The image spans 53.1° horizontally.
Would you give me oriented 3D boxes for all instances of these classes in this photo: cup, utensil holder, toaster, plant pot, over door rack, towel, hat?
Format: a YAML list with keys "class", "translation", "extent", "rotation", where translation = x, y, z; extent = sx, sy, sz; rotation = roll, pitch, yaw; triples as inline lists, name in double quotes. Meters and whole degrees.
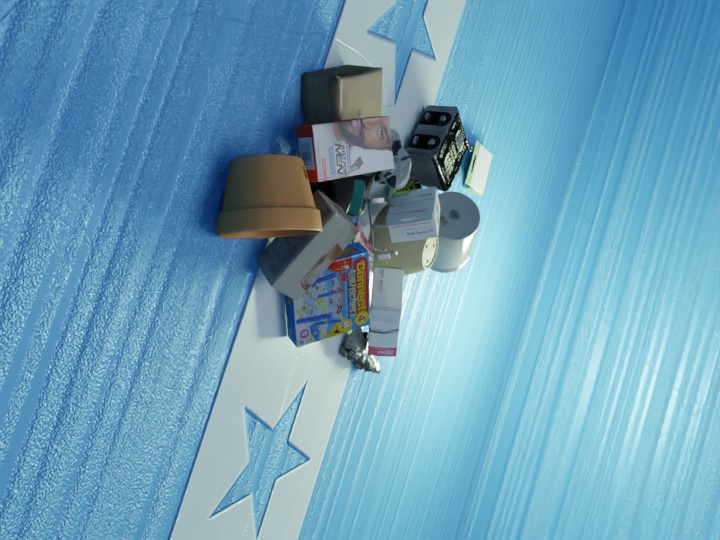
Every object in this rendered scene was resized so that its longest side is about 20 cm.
- class: "cup"
  translation: [0.129, -0.070, 1.973]
  extent: [0.200, 0.142, 0.203]
  rotation: [-35, 133, -50]
- class: "utensil holder"
  translation: [0.256, -0.112, 2.093]
  extent: [0.171, 0.168, 0.201]
  rotation: [-61, 170, -24]
- class: "toaster"
  translation: [0.219, -0.340, 2.028]
  extent: [0.182, 0.118, 0.200]
  rotation: [-63, 150, -19]
- class: "plant pot"
  translation: [-0.173, -0.137, 1.350]
  extent: [0.199, 0.198, 0.142]
  rotation: [-3, 90, -61]
- class: "over door rack"
  translation: [0.056, -0.107, 1.782]
  extent: [0.200, 0.066, 0.150]
  rotation: [-110, -166, -84]
- class: "towel"
  translation: [0.000, 0.000, 1.819]
  extent: [0.147, 0.030, 0.202]
  rotation: [54, 37, -60]
- class: "hat"
  translation: [-0.109, -0.160, 1.536]
  extent: [0.199, 0.081, 0.203]
  rotation: [-19, 129, -25]

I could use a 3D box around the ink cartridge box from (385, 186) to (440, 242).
- class: "ink cartridge box"
  translation: [0.127, -0.126, 1.716]
  extent: [0.201, 0.116, 0.068]
  rotation: [-73, 153, -61]

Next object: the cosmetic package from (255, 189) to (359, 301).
- class: "cosmetic package"
  translation: [-0.109, -0.051, 1.482]
  extent: [0.200, 0.104, 0.087]
  rotation: [-46, 134, 10]

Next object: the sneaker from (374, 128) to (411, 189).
- class: "sneaker"
  translation: [0.079, -0.244, 1.804]
  extent: [0.130, 0.078, 0.200]
  rotation: [87, -12, -49]

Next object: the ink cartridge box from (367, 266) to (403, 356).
- class: "ink cartridge box"
  translation: [0.065, 0.109, 1.890]
  extent: [0.201, 0.084, 0.147]
  rotation: [91, 3, -47]

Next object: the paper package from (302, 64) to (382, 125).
- class: "paper package"
  translation: [-0.036, -0.339, 1.575]
  extent: [0.190, 0.102, 0.202]
  rotation: [-32, 130, -52]

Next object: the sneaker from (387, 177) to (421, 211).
- class: "sneaker"
  translation: [0.118, -0.189, 1.899]
  extent: [0.201, 0.083, 0.075]
  rotation: [-78, 164, -45]

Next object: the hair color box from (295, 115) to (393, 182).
- class: "hair color box"
  translation: [-0.028, -0.248, 1.460]
  extent: [0.199, 0.064, 0.112]
  rotation: [-17, 107, -37]

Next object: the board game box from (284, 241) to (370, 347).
- class: "board game box"
  translation: [-0.075, 0.055, 1.655]
  extent: [0.194, 0.056, 0.202]
  rotation: [-16, 122, -23]

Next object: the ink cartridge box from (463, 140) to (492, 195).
- class: "ink cartridge box"
  translation: [0.380, -0.343, 2.401]
  extent: [0.199, 0.048, 0.147]
  rotation: [14, 91, -62]

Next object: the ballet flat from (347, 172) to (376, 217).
- class: "ballet flat"
  translation: [0.006, -0.229, 1.763]
  extent: [0.075, 0.067, 0.202]
  rotation: [-49, 155, -77]

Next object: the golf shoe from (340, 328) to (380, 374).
- class: "golf shoe"
  translation: [0.017, 0.223, 1.990]
  extent: [0.200, 0.077, 0.098]
  rotation: [54, 51, -57]
